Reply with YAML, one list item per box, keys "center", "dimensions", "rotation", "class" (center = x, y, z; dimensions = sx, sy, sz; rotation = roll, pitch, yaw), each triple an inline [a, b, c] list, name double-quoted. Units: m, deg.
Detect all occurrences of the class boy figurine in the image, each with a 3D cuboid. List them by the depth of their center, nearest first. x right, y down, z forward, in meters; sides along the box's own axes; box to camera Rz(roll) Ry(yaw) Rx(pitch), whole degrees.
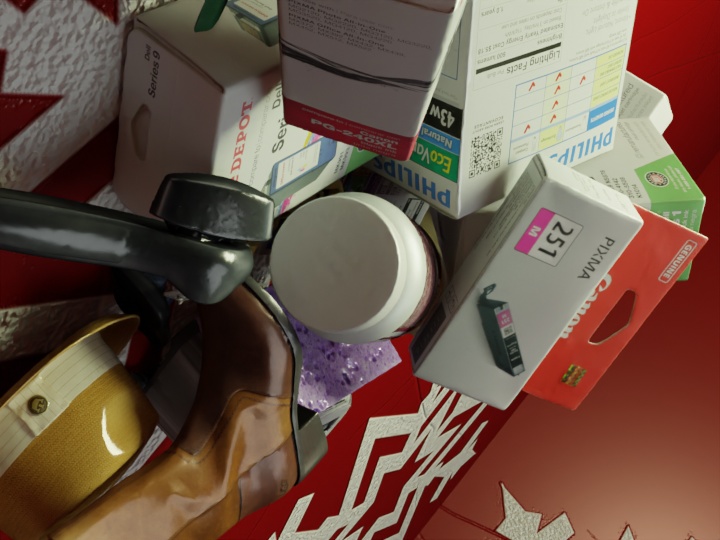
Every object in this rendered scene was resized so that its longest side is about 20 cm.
- center: [-0.096, -0.026, 0.792]
  dimensions: [0.200, 0.064, 0.125]
  rotation: [-38, 165, -29]
  class: "boy figurine"

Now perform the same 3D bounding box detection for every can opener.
- center: [-0.146, -0.023, 0.593]
  dimensions: [0.198, 0.063, 0.080]
  rotation: [6, 92, -29]
  class: "can opener"

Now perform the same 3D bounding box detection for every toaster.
- center: [-0.098, 0.110, 0.905]
  dimensions: [0.114, 0.129, 0.200]
  rotation: [-51, 164, 23]
  class: "toaster"

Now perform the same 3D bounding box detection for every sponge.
- center: [-0.045, 0.060, 0.867]
  dimensions: [0.030, 0.112, 0.199]
  rotation: [-28, 178, 33]
  class: "sponge"

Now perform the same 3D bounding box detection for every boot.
- center: [-0.125, 0.112, 0.683]
  dimensions: [0.200, 0.068, 0.190]
  rotation: [-37, 130, -33]
  class: "boot"

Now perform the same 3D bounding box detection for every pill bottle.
- center: [0.000, 0.000, 0.785]
  dimensions: [0.110, 0.109, 0.200]
  rotation: [-55, 170, 3]
  class: "pill bottle"

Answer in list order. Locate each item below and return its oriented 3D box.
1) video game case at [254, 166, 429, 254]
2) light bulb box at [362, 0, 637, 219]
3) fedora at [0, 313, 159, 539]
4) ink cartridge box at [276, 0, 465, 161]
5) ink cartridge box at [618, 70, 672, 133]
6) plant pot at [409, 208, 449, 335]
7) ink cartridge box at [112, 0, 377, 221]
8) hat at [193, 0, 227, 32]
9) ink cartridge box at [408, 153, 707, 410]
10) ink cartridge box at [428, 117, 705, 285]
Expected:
- center: [0.010, -0.099, 0.904]
  dimensions: [0.181, 0.023, 0.201]
  rotation: [-1, 127, -43]
  class: "video game case"
- center: [0.104, -0.177, 0.798]
  dimensions: [0.197, 0.124, 0.202]
  rotation: [-24, 131, -34]
  class: "light bulb box"
- center: [-0.202, 0.120, 0.704]
  dimensions: [0.201, 0.082, 0.201]
  rotation: [-48, 178, -2]
  class: "fedora"
- center: [0.019, -0.160, 0.525]
  dimensions: [0.200, 0.083, 0.147]
  rotation: [108, 2, -78]
  class: "ink cartridge box"
- center: [0.185, -0.154, 1.035]
  dimensions: [0.148, 0.199, 0.086]
  rotation: [-56, 160, 7]
  class: "ink cartridge box"
- center: [0.091, 0.000, 1.098]
  dimensions: [0.199, 0.187, 0.188]
  rotation: [-11, 134, -62]
  class: "plant pot"
- center: [-0.060, -0.116, 0.696]
  dimensions: [0.199, 0.087, 0.146]
  rotation: [-33, 152, -40]
  class: "ink cartridge box"
- center: [-0.107, -0.236, 0.483]
  dimensions: [0.200, 0.175, 0.167]
  rotation: [-48, -160, 49]
  class: "hat"
- center: [0.159, 0.029, 0.827]
  dimensions: [0.201, 0.172, 0.044]
  rotation: [-59, -160, 26]
  class: "ink cartridge box"
- center: [0.166, -0.059, 0.883]
  dimensions: [0.147, 0.198, 0.085]
  rotation: [-101, -170, -54]
  class: "ink cartridge box"
